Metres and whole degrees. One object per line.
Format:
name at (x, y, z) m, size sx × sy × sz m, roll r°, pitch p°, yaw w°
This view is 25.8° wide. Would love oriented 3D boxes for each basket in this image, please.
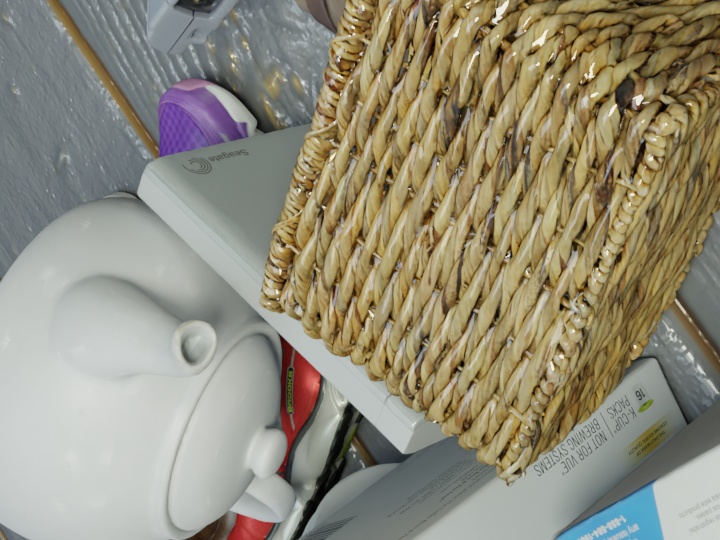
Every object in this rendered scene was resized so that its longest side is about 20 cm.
basket at (0.069, -0.044, 0.669) m, size 0.148 × 0.142 × 0.202 m, roll 34°, pitch 129°, yaw 21°

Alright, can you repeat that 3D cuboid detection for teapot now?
teapot at (-0.103, 0.069, 0.814) m, size 0.145 × 0.200 × 0.200 m, roll 22°, pitch 114°, yaw 16°

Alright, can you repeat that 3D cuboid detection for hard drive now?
hard drive at (0.000, 0.000, 0.780) m, size 0.200 × 0.131 × 0.027 m, roll 42°, pitch 128°, yaw 28°

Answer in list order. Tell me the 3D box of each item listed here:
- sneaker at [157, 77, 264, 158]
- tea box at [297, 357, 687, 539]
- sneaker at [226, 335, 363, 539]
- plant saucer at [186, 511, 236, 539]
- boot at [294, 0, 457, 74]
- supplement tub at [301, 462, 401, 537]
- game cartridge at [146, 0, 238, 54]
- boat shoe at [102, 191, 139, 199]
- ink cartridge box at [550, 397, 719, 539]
sneaker at (-0.097, -0.011, 0.930) m, size 0.080 × 0.088 × 0.203 m, roll 22°, pitch 127°, yaw 40°
tea box at (0.082, 0.180, 0.752) m, size 0.133 × 0.199 × 0.199 m, roll -22°, pitch 95°, yaw 52°
sneaker at (-0.054, 0.109, 0.958) m, size 0.084 × 0.077 × 0.201 m, roll 31°, pitch 124°, yaw 11°
plant saucer at (-0.135, 0.121, 1.101) m, size 0.199 × 0.032 × 0.202 m, roll 28°, pitch 132°, yaw 36°
boot at (0.021, -0.120, 0.754) m, size 0.145 × 0.070 × 0.202 m, roll 24°, pitch 128°, yaw 46°
supplement tub at (0.009, 0.222, 0.920) m, size 0.132 × 0.131 × 0.201 m, roll 42°, pitch 138°, yaw 22°
game cartridge at (-0.055, -0.208, 0.748) m, size 0.200 × 0.040 × 0.135 m, roll -40°, pitch 43°, yaw 52°
boat shoe at (-0.174, 0.050, 1.029) m, size 0.070 × 0.069 × 0.203 m, roll 7°, pitch 96°, yaw 43°
ink cartridge box at (0.211, 0.134, 0.622) m, size 0.201 × 0.144 × 0.147 m, roll 56°, pitch 142°, yaw 7°
